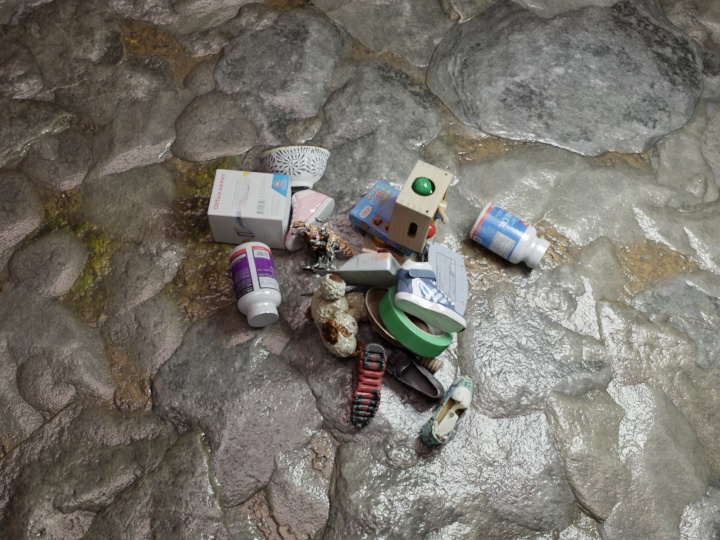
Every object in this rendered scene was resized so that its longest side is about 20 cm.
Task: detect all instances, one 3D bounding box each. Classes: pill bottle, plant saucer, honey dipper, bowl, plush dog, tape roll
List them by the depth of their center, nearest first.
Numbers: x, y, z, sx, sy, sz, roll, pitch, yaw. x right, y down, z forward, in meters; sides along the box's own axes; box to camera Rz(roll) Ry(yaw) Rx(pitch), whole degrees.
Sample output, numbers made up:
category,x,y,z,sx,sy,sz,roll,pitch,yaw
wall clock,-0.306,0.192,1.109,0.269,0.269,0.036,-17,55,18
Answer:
category,x,y,z,sx,sy,sz,roll,pitch,yaw
plush dog,-0.062,0.132,1.579,0.159,0.200,0.173,-30,51,18
tape roll,0.138,0.122,1.581,0.199,0.048,0.201,29,29,-17
plant saucer,0.087,0.127,1.600,0.199,0.037,0.201,29,29,-17
honey dipper,0.114,0.190,1.617,0.199,0.038,0.038,32,64,17
pill bottle,-0.266,0.036,1.632,0.111,0.113,0.202,-11,63,-9
pill bottle,0.407,-0.090,1.741,0.199,0.113,0.113,31,64,13
bowl,-0.181,-0.273,1.785,0.198,0.201,0.096,-4,86,-5

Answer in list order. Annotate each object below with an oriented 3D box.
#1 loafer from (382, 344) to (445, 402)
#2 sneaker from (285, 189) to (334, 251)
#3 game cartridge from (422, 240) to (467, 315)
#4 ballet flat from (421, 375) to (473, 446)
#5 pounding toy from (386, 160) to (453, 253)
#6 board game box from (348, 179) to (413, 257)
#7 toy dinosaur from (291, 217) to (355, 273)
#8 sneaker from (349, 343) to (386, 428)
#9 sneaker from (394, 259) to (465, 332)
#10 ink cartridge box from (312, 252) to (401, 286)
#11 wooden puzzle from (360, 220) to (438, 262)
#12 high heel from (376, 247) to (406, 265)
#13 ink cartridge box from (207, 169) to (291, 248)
category,x,y,z,sx,sy,sz,roll,pitch,yaw
loafer,0.120,0.246,1.561,0.199,0.063,0.072,35,87,14
sneaker,-0.166,-0.144,1.760,0.104,0.076,0.201,30,61,15
game cartridge,0.220,0.027,1.674,0.132,0.040,0.202,22,50,-19
ballet flat,0.221,0.334,1.522,0.074,0.074,0.201,31,67,13
pounding toy,0.166,-0.156,1.621,0.141,0.201,0.185,24,58,8
board game box,0.090,-0.145,1.748,0.199,0.037,0.152,33,60,14
toy dinosaur,-0.092,-0.062,1.686,0.198,0.102,0.137,18,77,-5
sneaker,0.013,0.275,1.545,0.070,0.098,0.203,12,84,-10
sneaker,0.178,0.049,1.552,0.198,0.081,0.148,25,56,-13
ink cartridge box,0.000,0.000,1.611,0.197,0.162,0.051,3,75,18
wooden puzzle,0.112,-0.106,1.770,0.183,0.046,0.202,15,62,5
high heel,0.128,0.008,1.679,0.198,0.096,0.068,20,62,8
ink cartridge box,-0.292,-0.164,1.720,0.197,0.145,0.149,6,60,0
